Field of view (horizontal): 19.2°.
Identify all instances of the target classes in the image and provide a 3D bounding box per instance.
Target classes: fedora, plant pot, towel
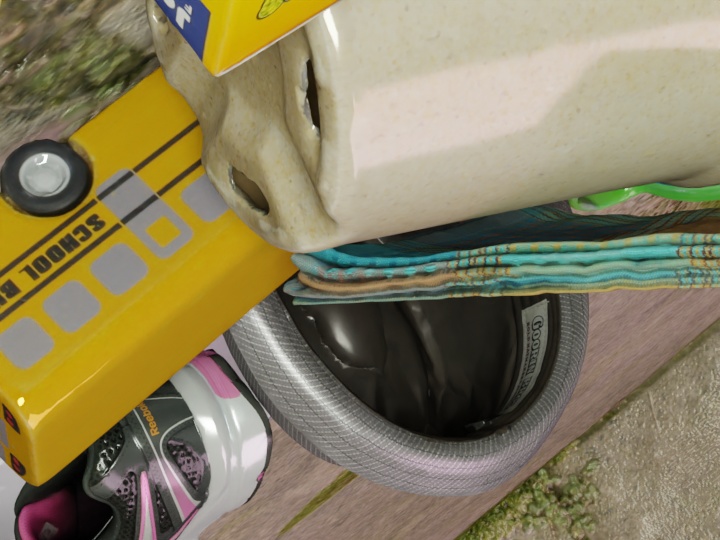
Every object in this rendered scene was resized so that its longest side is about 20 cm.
[{"bbox_3d":[0.000,0.000,0.860,0.176,0.201,0.090,-30,179,-36],"label":"fedora"},{"bbox_3d":[0.038,-0.094,0.662,0.182,0.202,0.201,-20,161,-24],"label":"plant pot"},{"bbox_3d":[0.094,-0.010,0.689,0.199,0.022,0.146,-3,-175,38],"label":"towel"}]

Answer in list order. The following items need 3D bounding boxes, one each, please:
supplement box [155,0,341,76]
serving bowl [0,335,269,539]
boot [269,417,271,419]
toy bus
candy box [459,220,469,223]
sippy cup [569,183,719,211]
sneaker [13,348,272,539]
[{"bbox_3d":[-0.011,-0.152,0.455,0.109,0.109,0.200,-33,166,-20],"label":"supplement box"},{"bbox_3d":[-0.115,0.053,0.953,0.199,0.066,0.200,-31,162,-11],"label":"serving bowl"},{"bbox_3d":[-0.053,0.059,1.137,0.200,0.074,0.095,-43,159,17],"label":"boot"},{"bbox_3d":[-0.062,-0.023,0.734,0.200,0.078,0.065,-40,160,-23],"label":"toy bus"},{"bbox_3d":[0.085,-0.112,0.838,0.199,0.117,0.057,-31,166,-32],"label":"candy box"},{"bbox_3d":[0.154,-0.117,1.013,0.138,0.180,0.130,4,165,18],"label":"sippy cup"},{"bbox_3d":[-0.111,0.108,0.897,0.086,0.081,0.201,-15,144,-32],"label":"sneaker"}]
